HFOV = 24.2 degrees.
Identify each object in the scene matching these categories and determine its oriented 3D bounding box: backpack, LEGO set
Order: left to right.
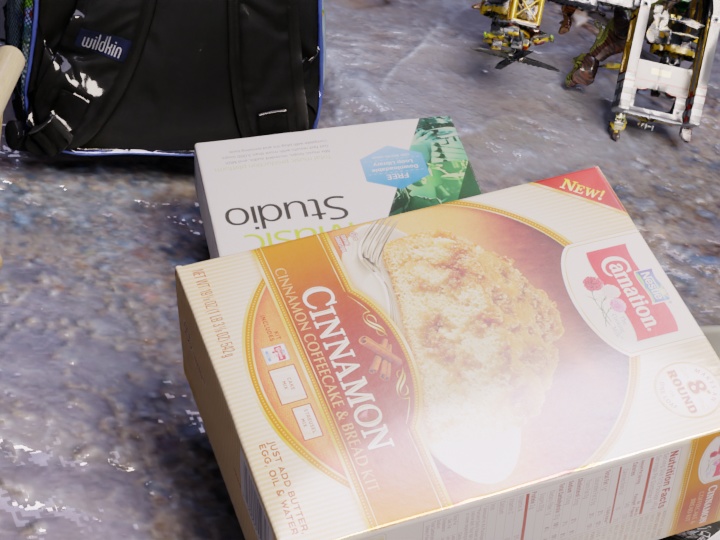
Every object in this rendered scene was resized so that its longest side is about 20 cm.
[{"bbox_3d":[-0.115,-0.171,0.970,0.182,0.202,0.147,1,13,-19],"label":"backpack"},{"bbox_3d":[0.165,-0.152,1.189,0.199,0.117,0.154,12,0,-11],"label":"LEGO set"}]

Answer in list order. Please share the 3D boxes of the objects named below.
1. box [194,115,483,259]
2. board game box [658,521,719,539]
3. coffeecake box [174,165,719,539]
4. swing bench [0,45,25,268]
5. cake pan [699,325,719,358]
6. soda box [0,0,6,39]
[{"bbox_3d":[0.000,0.000,0.839,0.143,0.037,0.201,-8,44,-10],"label":"box"},{"bbox_3d":[0.167,0.134,0.743,0.199,0.035,0.126,-3,33,-28],"label":"board game box"},{"bbox_3d":[0.039,0.052,0.709,0.199,0.073,0.154,-14,49,-14],"label":"coffeecake box"},{"bbox_3d":[-0.274,-0.022,0.728,0.198,0.130,0.200,15,35,1],"label":"swing bench"},{"bbox_3d":[0.221,0.064,0.819,0.199,0.037,0.200,2,10,0],"label":"cake pan"},{"bbox_3d":[-0.152,-0.177,1.102,0.198,0.064,0.068,10,30,-6],"label":"soda box"}]
